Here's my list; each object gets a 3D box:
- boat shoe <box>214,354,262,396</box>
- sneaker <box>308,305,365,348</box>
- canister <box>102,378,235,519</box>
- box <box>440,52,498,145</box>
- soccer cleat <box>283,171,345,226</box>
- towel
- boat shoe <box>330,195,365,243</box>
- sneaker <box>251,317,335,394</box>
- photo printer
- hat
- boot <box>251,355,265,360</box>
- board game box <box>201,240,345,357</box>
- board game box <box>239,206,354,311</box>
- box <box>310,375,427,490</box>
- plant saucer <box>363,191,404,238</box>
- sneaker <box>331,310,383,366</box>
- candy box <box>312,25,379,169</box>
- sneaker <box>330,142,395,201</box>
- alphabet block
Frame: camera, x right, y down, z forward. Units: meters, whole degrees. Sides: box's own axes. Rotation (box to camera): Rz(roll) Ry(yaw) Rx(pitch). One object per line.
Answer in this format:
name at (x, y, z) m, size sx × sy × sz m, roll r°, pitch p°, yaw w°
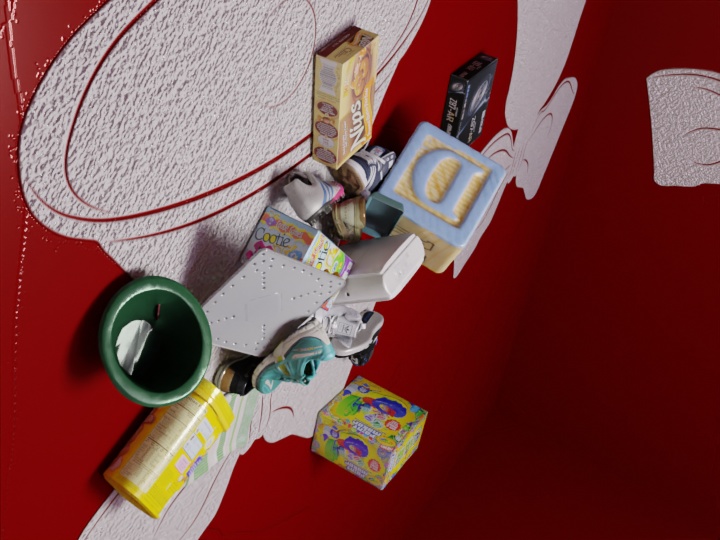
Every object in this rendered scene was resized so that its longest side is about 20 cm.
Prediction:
boat shoe at (-0.181, 0.176, 1.597) m, size 0.200 × 0.062 × 0.075 m, roll -23°, pitch 132°, yaw -63°
sneaker at (-0.068, 0.095, 1.704) m, size 0.200 × 0.114 × 0.076 m, roll -10°, pitch 122°, yaw -66°
canister at (-0.295, 0.270, 1.392) m, size 0.200 × 0.086 × 0.149 m, roll -54°, pitch 158°, yaw -24°
box at (0.240, -0.371, 2.030) m, size 0.160 × 0.043 × 0.201 m, roll -42°, pitch 149°, yaw -46°
soccer cleat at (-0.078, -0.135, 1.490) m, size 0.070 × 0.086 × 0.200 m, roll -38°, pitch -173°, yaw 12°
towel at (-0.250, 0.289, 1.610) m, size 0.200 × 0.023 × 0.153 m, roll -25°, pitch 135°, yaw -60°
boat shoe at (-0.028, -0.096, 1.641) m, size 0.200 × 0.062 × 0.074 m, roll 113°, pitch -25°, yaw -77°
sneaker at (-0.113, 0.158, 1.472) m, size 0.077 × 0.080 × 0.200 m, roll -29°, pitch 169°, yaw -47°
photo printer at (0.000, 0.000, 1.666) m, size 0.166 × 0.199 × 0.070 m, roll -47°, pitch 122°, yaw -48°
hat at (-0.317, 0.107, 1.251) m, size 0.166 × 0.175 × 0.201 m, roll -41°, pitch 115°, yaw -35°
boot at (-0.189, 0.091, 1.500) m, size 0.200 × 0.073 × 0.076 m, roll 39°, pitch 34°, yaw -57°
board game box at (-0.152, 0.048, 1.370) m, size 0.200 × 0.026 × 0.200 m, roll -41°, pitch 145°, yaw 20°
board game box at (-0.103, -0.015, 1.508) m, size 0.103 × 0.104 × 0.200 m, roll -62°, pitch 159°, yaw -5°
box at (0.022, 0.382, 2.129) m, size 0.192 × 0.199 × 0.123 m, roll -37°, pitch 146°, yaw -53°
plant saucer at (0.035, -0.101, 1.679) m, size 0.200 × 0.070 × 0.019 m, roll 121°, pitch -8°, yaw -75°
sneaker at (-0.011, 0.177, 1.997) m, size 0.200 × 0.073 × 0.112 m, roll -36°, pitch 144°, yaw -55°
candy box at (-0.025, -0.280, 1.465) m, size 0.115 × 0.055 × 0.201 m, roll -47°, pitch 154°, yaw -40°
sneaker at (0.008, -0.194, 1.614) m, size 0.109 × 0.070 × 0.200 m, roll -58°, pitch 168°, yaw -7°
alphabet block at (0.141, -0.139, 1.762) m, size 0.196 × 0.196 × 0.200 m, roll -57°, pitch 178°, yaw -17°
